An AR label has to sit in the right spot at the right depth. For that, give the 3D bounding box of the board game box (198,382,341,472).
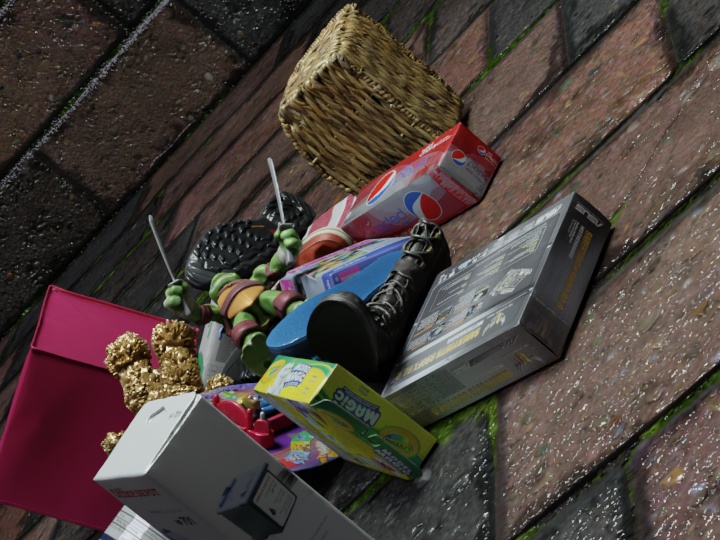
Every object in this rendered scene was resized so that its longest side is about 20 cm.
[{"bbox_3d":[-0.092,0.134,1.617,0.200,0.157,0.039,-94,4,-69],"label":"board game box"}]

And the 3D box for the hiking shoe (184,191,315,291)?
[{"bbox_3d":[-0.128,-0.010,1.916,0.200,0.076,0.101,-32,-29,-43],"label":"hiking shoe"}]

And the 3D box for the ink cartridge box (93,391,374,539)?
[{"bbox_3d":[-0.107,0.200,1.395,0.086,0.200,0.146,-56,16,-22],"label":"ink cartridge box"}]

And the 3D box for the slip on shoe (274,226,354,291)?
[{"bbox_3d":[-0.072,0.034,1.937,0.200,0.074,0.061,-51,19,20],"label":"slip on shoe"}]

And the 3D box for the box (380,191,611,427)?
[{"bbox_3d":[0.115,0.037,1.433,0.200,0.048,0.159,-34,23,48],"label":"box"}]

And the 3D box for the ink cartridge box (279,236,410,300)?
[{"bbox_3d":[0.000,0.000,1.767,0.119,0.042,0.200,-23,10,-20],"label":"ink cartridge box"}]

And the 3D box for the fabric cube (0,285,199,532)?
[{"bbox_3d":[-0.311,0.164,1.959,0.200,0.195,0.200,-99,26,-70],"label":"fabric cube"}]

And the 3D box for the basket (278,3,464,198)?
[{"bbox_3d":[0.009,-0.184,1.970,0.143,0.200,0.149,-44,19,28],"label":"basket"}]

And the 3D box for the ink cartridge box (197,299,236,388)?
[{"bbox_3d":[-0.180,0.102,2.013,0.200,0.050,0.162,-133,57,-72],"label":"ink cartridge box"}]

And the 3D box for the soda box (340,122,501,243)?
[{"bbox_3d":[0.064,-0.084,1.834,0.200,0.063,0.070,-30,26,52],"label":"soda box"}]

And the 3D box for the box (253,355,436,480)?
[{"bbox_3d":[-0.013,0.127,1.459,0.048,0.117,0.200,-55,16,-10],"label":"box"}]

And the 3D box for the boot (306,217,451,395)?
[{"bbox_3d":[0.027,0.023,1.528,0.175,0.069,0.200,-62,-24,-25],"label":"boot"}]

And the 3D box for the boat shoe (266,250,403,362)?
[{"bbox_3d":[0.000,0.050,1.606,0.199,0.069,0.084,-28,25,-29],"label":"boat shoe"}]

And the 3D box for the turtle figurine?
[{"bbox_3d":[-0.125,0.010,1.725,0.194,0.143,0.201,38,127,53],"label":"turtle figurine"}]

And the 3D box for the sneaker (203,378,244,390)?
[{"bbox_3d":[-0.174,0.214,1.797,0.079,0.075,0.201,42,109,48],"label":"sneaker"}]

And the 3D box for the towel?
[{"bbox_3d":[-0.036,-0.050,2.121,0.200,0.023,0.144,-35,21,45],"label":"towel"}]

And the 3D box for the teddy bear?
[{"bbox_3d":[-0.196,0.149,1.732,0.067,0.144,0.201,125,144,-71],"label":"teddy bear"}]

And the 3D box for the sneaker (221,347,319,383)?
[{"bbox_3d":[-0.097,0.104,1.819,0.200,0.073,0.082,-40,10,36],"label":"sneaker"}]

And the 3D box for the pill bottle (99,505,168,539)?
[{"bbox_3d":[-0.189,0.272,1.617,0.200,0.120,0.120,-55,16,-14],"label":"pill bottle"}]
